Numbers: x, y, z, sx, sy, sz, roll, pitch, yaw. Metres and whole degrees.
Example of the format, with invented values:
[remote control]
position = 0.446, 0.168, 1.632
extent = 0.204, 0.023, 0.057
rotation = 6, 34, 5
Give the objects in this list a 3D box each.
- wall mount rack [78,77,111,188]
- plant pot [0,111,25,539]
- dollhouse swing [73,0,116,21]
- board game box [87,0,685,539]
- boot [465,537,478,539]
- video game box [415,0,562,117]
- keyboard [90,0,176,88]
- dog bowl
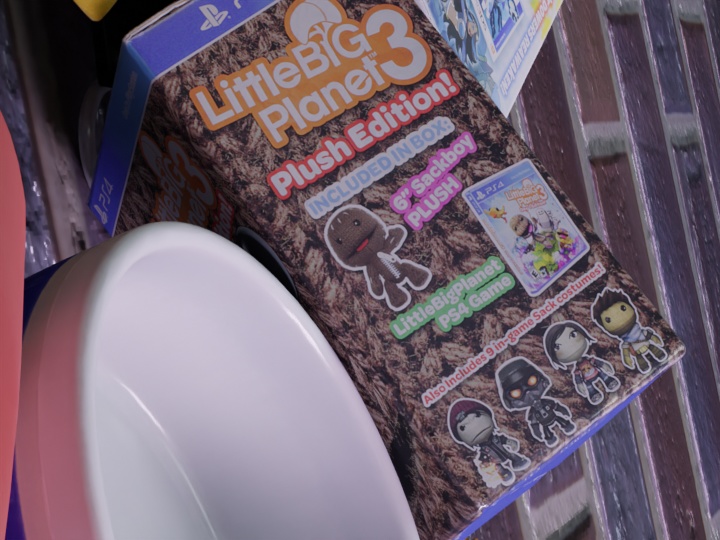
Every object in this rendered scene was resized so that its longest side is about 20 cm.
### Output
[wall mount rack]
position = -0.045, -0.053, 0.931
extent = 0.200, 0.074, 0.175
rotation = 45, 46, -57
[plant pot]
position = -0.160, 0.017, 0.458
extent = 0.178, 0.199, 0.202
rotation = -80, 153, -66
[dollhouse swing]
position = -0.088, -0.238, 0.697
extent = 0.182, 0.175, 0.201
rotation = 51, 8, -51
[board game box]
position = 0.000, 0.000, 0.764
extent = 0.200, 0.097, 0.160
rotation = 53, -21, 9
[boot]
position = 0.048, 0.196, 0.944
extent = 0.202, 0.070, 0.144
rotation = 65, 18, -10
[video game box]
position = 0.026, -0.166, 0.851
extent = 0.183, 0.047, 0.200
rotation = 64, 29, -22
[keyboard]
position = -0.106, -0.164, 0.867
extent = 0.104, 0.040, 0.202
rotation = 9, 65, -42
[dog bowl]
position = -0.054, 0.092, 0.611
extent = 0.200, 0.078, 0.201
rotation = 51, 27, -38
